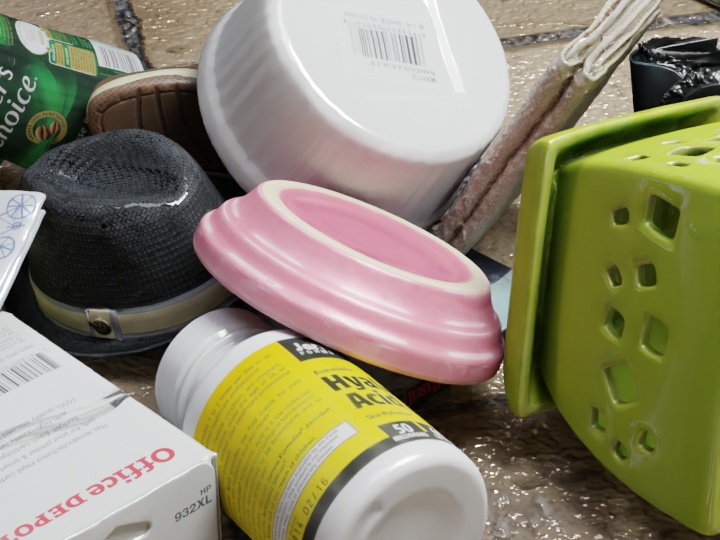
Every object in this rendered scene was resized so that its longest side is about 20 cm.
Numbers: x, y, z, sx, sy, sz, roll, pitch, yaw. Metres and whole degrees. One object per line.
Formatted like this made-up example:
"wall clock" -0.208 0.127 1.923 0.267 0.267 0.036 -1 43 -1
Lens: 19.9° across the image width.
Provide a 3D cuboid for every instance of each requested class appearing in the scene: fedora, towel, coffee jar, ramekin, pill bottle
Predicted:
"fedora" -0.153 -0.034 1.328 0.199 0.092 0.201 -12 39 9
"towel" 0.120 -0.099 1.335 0.034 0.200 0.133 39 43 5
"coffee jar" -0.253 -0.129 1.431 0.199 0.105 0.086 18 32 -33
"ramekin" 0.002 -0.125 1.347 0.199 0.098 0.202 16 54 -23
"pill bottle" -0.030 0.101 1.133 0.111 0.112 0.200 -22 38 -29

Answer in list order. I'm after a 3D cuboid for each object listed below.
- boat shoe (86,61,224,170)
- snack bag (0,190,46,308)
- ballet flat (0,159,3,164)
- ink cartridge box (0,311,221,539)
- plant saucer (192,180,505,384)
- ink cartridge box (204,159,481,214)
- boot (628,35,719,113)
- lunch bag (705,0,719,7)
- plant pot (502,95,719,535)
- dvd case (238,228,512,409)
"boat shoe" -0.092 -0.116 1.437 0.201 0.075 0.075 1 31 -13
"snack bag" -0.297 0.020 1.166 0.198 0.021 0.189 5 50 18
"ballet flat" -0.339 -0.062 1.460 0.072 0.068 0.200 0 31 42
"ink cartridge box" -0.193 0.122 1.134 0.145 0.084 0.199 -28 40 -34
"plant saucer" 0.000 0.000 1.222 0.199 0.051 0.201 23 13 -6
"ink cartridge box" -0.039 -0.080 1.477 0.197 0.044 0.200 -19 36 -21
"boot" 0.254 -0.053 1.300 0.199 0.169 0.076 21 36 31
"lunch bag" 0.367 -0.315 1.703 0.199 0.169 0.139 -26 39 -32
"plant pot" 0.197 0.007 1.173 0.199 0.201 0.181 -16 28 -42
"dvd case" 0.012 0.035 1.316 0.199 0.022 0.146 -29 42 -34
